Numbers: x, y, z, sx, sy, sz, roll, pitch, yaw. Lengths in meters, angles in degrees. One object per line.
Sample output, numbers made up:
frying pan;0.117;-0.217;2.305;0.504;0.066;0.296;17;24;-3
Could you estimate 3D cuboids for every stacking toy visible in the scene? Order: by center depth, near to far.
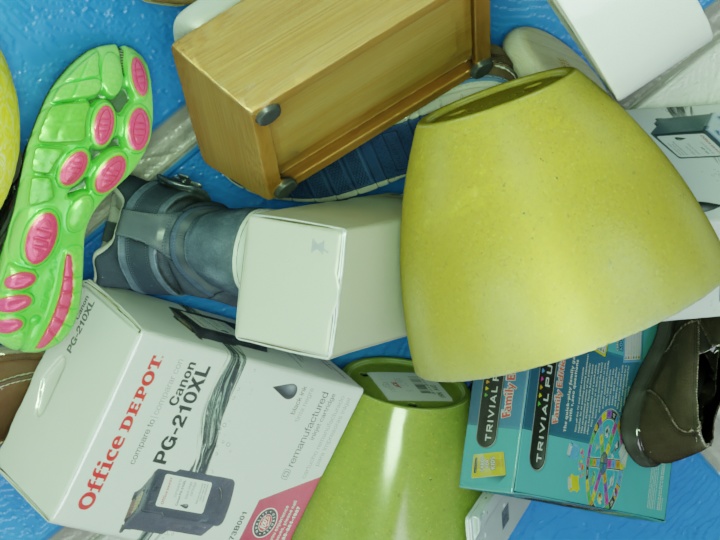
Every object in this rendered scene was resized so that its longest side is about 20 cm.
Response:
stacking toy;0.073;-0.063;1.599;0.085;0.086;0.200;24;119;-34

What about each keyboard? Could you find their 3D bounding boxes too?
keyboard;0.101;0.167;1.717;0.011;0.200;0.057;6;107;15

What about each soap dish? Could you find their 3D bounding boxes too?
soap dish;-0.010;-0.135;1.431;0.199;0.081;0.158;-32;160;-10

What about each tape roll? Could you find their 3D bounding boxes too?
tape roll;0.126;-0.202;1.430;0.071;0.203;0.203;-34;131;7

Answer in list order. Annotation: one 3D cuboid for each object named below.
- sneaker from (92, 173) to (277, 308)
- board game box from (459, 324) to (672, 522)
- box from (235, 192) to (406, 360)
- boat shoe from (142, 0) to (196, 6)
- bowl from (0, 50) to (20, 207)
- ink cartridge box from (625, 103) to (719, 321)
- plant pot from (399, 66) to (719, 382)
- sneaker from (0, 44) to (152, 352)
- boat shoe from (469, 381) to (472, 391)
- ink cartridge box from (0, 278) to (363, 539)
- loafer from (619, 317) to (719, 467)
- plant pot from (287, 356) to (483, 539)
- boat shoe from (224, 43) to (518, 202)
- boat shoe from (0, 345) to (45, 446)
sneaker;-0.088;-0.009;1.568;0.202;0.145;0.077;33;67;-66
board game box;0.151;0.088;1.672;0.199;0.047;0.152;16;79;-51
box;0.000;0.000;1.497;0.200;0.068;0.083;-9;108;-64
boat shoe;-0.063;-0.189;1.446;0.199;0.074;0.076;-7;128;-16
bowl;-0.281;-0.066;1.404;0.199;0.108;0.201;-11;118;-22
ink cartridge box;0.232;-0.041;1.629;0.199;0.147;0.086;-6;126;-18
plant pot;0.104;-0.038;1.435;0.199;0.200;0.143;-20;99;-6
sneaker;-0.192;-0.051;1.503;0.076;0.084;0.201;20;99;-31
boat shoe;0.102;0.071;1.715;0.060;0.072;0.202;-27;125;2
ink cartridge box;-0.119;0.104;1.605;0.199;0.084;0.145;17;103;-41
loafer;0.248;0.051;1.697;0.073;0.071;0.201;44;60;-44
plant pot;0.016;0.170;1.704;0.186;0.187;0.201;2;110;-23
boat shoe;0.006;-0.098;1.540;0.199;0.073;0.072;-8;137;9
boat shoe;-0.278;0.111;1.592;0.199;0.072;0.076;-21;131;-6
